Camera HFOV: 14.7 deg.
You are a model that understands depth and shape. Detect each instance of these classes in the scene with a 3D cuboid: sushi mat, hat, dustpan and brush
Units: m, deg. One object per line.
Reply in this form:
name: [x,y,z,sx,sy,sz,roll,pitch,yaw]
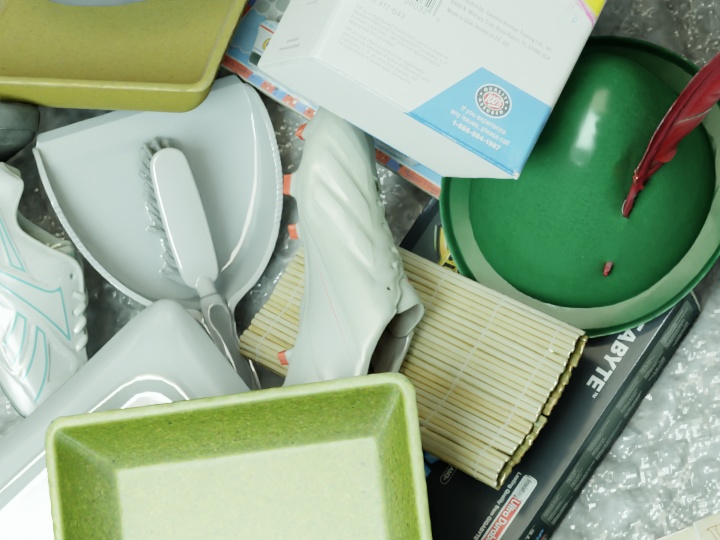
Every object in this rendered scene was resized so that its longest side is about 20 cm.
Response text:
sushi mat: [0.026,0.041,1.531,0.199,0.012,0.096,25,80,37]
hat: [0.118,-0.077,1.457,0.165,0.176,0.200,37,86,19]
dustpan and brush: [-0.094,-0.002,1.609,0.139,0.057,0.201,-18,93,-15]

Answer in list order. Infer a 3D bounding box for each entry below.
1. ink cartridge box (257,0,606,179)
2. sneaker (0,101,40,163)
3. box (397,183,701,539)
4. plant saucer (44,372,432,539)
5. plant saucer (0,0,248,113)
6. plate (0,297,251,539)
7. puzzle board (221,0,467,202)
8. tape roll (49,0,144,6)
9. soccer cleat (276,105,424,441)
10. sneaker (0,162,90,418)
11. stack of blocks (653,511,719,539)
ink cartridge box: [0.057,-0.166,1.473,0.128,0.125,0.201,29,83,-14]
sneaker: [-0.253,-0.024,1.653,0.199,0.075,0.116,-21,75,41]
box: [0.069,0.057,1.556,0.159,0.046,0.200,33,84,24]
plant saucer: [-0.055,0.165,1.454,0.198,0.048,0.201,-8,82,10]
plant saucer: [-0.150,-0.160,1.659,0.199,0.049,0.201,4,47,18]
plate: [-0.118,0.148,1.508,0.199,0.032,0.200,-41,80,1]
puzzle board: [0.023,-0.142,1.623,0.200,0.017,0.151,33,79,34]
tape roll: [-0.139,-0.246,1.660,0.199,0.066,0.201,-7,45,7]
soccer cleat: [0.000,0.000,1.521,0.077,0.069,0.201,-4,70,23]
sneaker: [-0.182,0.030,1.593,0.080,0.070,0.201,-32,102,-7]
stack of blocks: [0.151,0.185,1.453,0.199,0.115,0.059,-22,68,8]
